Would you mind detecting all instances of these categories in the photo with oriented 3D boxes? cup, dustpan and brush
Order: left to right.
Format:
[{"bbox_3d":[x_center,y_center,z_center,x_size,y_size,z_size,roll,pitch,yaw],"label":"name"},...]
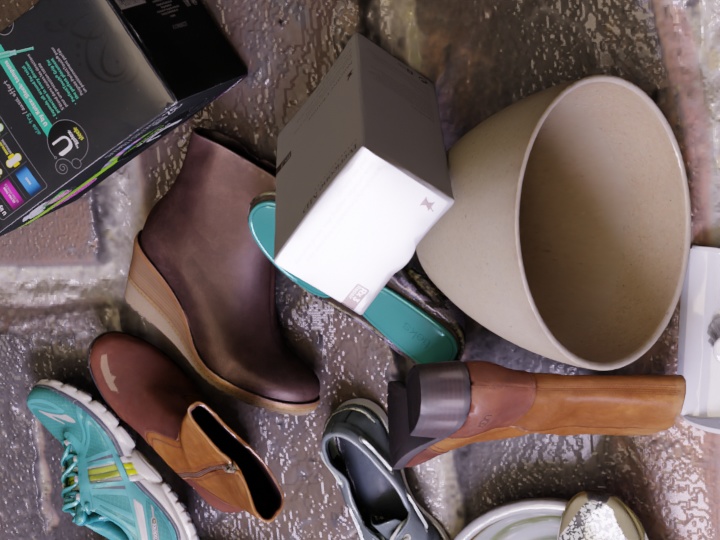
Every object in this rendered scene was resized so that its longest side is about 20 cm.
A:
[{"bbox_3d":[0.122,-0.034,1.173,0.143,0.199,0.202,2,106,46],"label":"cup"},{"bbox_3d":[0.324,0.060,1.179,0.198,0.057,0.141,5,105,18],"label":"dustpan and brush"}]

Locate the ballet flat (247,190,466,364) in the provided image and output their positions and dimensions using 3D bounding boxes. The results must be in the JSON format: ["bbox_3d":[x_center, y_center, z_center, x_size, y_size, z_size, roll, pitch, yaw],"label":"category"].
[{"bbox_3d":[0.000,0.000,1.268,0.200,0.072,0.072,38,113,-6],"label":"ballet flat"}]

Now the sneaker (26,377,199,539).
[{"bbox_3d":[-0.217,0.172,1.367,0.200,0.079,0.078,48,157,15],"label":"sneaker"}]

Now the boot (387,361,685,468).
[{"bbox_3d":[0.124,0.104,1.235,0.198,0.189,0.069,0,67,-10],"label":"boot"}]

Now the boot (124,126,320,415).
[{"bbox_3d":[-0.088,0.003,1.301,0.199,0.072,0.167,35,114,12],"label":"boot"}]

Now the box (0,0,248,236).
[{"bbox_3d":[-0.217,-0.137,1.268,0.199,0.149,0.125,-33,93,24],"label":"box"}]

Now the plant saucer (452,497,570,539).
[{"bbox_3d":[0.156,0.267,1.297,0.198,0.050,0.202,5,106,18],"label":"plant saucer"}]

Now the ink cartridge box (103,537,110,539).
[{"bbox_3d":[-0.133,0.302,1.398,0.198,0.067,0.117,12,108,17],"label":"ink cartridge box"}]

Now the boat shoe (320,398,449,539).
[{"bbox_3d":[0.019,0.204,1.322,0.072,0.062,0.201,-19,97,22],"label":"boat shoe"}]

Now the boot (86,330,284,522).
[{"bbox_3d":[-0.142,0.119,1.280,0.068,0.200,0.189,-34,91,-11],"label":"boot"}]

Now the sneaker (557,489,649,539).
[{"bbox_3d":[0.170,0.263,1.216,0.076,0.089,0.202,6,106,17],"label":"sneaker"}]

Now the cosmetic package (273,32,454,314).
[{"bbox_3d":[-0.001,-0.073,1.177,0.081,0.200,0.113,32,113,-17],"label":"cosmetic package"}]
